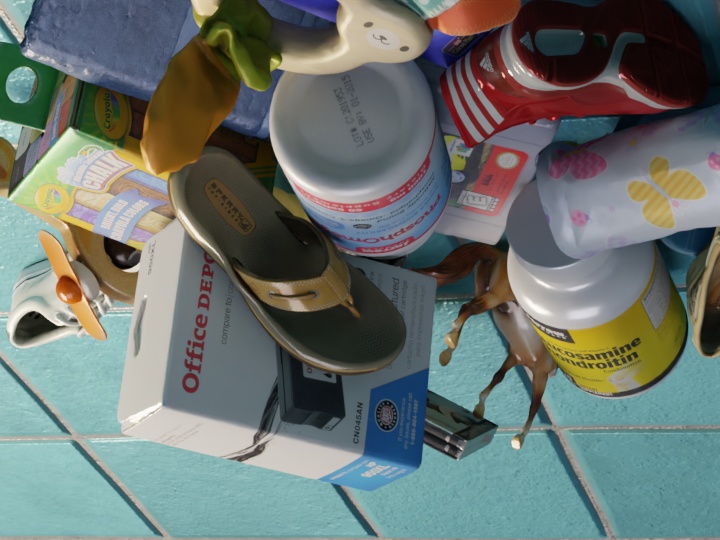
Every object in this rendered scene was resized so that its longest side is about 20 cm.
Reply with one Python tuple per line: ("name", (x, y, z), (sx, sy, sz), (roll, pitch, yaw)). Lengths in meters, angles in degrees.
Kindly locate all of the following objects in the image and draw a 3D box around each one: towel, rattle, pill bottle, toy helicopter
("towel", (-0.120, -0.163, 1.388), (0.199, 0.049, 0.112), (17, 110, -20))
("rattle", (-0.017, -0.125, 1.231), (0.198, 0.143, 0.131), (12, 136, 10))
("pill bottle", (0.175, 0.009, 1.574), (0.111, 0.113, 0.200), (-4, 151, 21))
("toy helicopter", (-0.222, -0.035, 1.599), (0.199, 0.133, 0.079), (29, 156, -22))
("pill bottle", (0.005, -0.073, 1.400), (0.108, 0.110, 0.200), (4, 166, 9))

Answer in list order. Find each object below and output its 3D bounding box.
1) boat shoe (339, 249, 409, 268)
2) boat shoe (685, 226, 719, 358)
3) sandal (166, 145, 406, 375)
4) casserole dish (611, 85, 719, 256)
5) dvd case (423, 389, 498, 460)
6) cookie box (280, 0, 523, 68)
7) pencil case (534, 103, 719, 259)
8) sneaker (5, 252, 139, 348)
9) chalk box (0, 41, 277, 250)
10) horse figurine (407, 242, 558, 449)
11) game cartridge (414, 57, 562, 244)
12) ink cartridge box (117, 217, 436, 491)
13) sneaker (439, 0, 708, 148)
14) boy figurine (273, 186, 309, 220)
("boat shoe", (0.000, 0.000, 1.571), (0.069, 0.067, 0.200), (9, 145, -27))
("boat shoe", (0.283, -0.006, 1.499), (0.073, 0.063, 0.200), (10, 150, -1))
("sandal", (-0.047, -0.007, 1.397), (0.200, 0.080, 0.054), (46, 152, -9))
("casserole dish", (0.253, -0.073, 1.495), (0.120, 0.039, 0.200), (-7, 147, 26))
("dvd case", (0.008, 0.093, 1.676), (0.199, 0.022, 0.146), (28, -173, 12))
("cookie box", (0.012, -0.222, 1.263), (0.199, 0.076, 0.171), (20, 150, -20))
("pencil case", (0.216, -0.066, 1.390), (0.199, 0.091, 0.084), (-12, 104, 33))
("sneaker", (-0.226, 0.019, 1.754), (0.073, 0.071, 0.199), (28, 145, -30))
("chalk box", (-0.166, -0.105, 1.469), (0.199, 0.125, 0.124), (22, 149, -23))
("horse figurine", (0.115, 0.044, 1.675), (0.050, 0.133, 0.200), (4, 141, 43))
("game cartridge", (0.062, -0.088, 1.527), (0.132, 0.041, 0.200), (16, 150, -4))
("ink cartridge box", (-0.056, 0.058, 1.454), (0.199, 0.146, 0.084), (15, 157, -23))
("sneaker", (0.130, -0.127, 1.358), (0.199, 0.079, 0.115), (6, 160, -43))
("boy figurine", (-0.074, -0.017, 1.634), (0.124, 0.065, 0.200), (-22, 165, -19))
